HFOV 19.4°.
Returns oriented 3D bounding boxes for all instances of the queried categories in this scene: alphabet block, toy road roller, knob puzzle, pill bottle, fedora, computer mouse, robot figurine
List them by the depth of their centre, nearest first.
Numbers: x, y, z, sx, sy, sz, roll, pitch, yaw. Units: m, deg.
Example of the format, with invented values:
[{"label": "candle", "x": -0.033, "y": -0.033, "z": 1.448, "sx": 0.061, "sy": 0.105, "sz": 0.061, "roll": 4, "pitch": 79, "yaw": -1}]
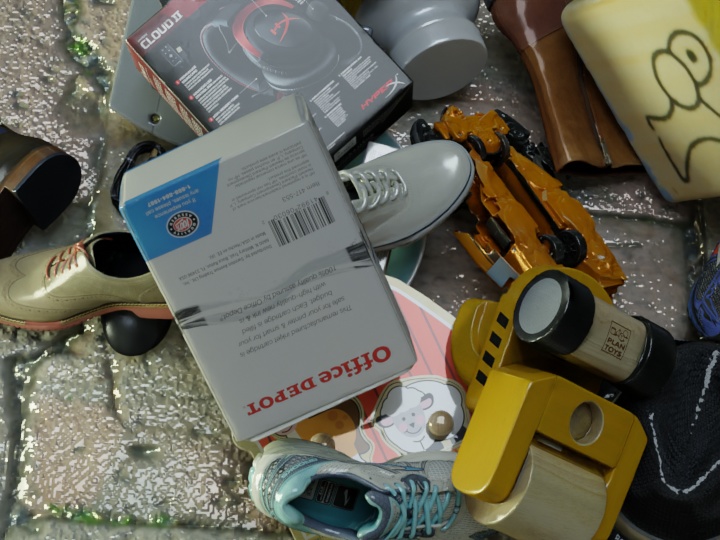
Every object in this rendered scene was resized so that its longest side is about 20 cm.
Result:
[{"label": "toy road roller", "x": 0.127, "y": 0.095, "z": 1.544, "sx": 0.122, "sy": 0.146, "sz": 0.201, "roll": 26, "pitch": 80, "yaw": -33}, {"label": "fedora", "x": 0.243, "y": 0.125, "z": 1.578, "sx": 0.199, "sy": 0.092, "sz": 0.202, "roll": 1, "pitch": 59, "yaw": -2}, {"label": "knob puzzle", "x": -0.007, "y": 0.084, "z": 1.586, "sx": 0.218, "sy": 0.030, "sz": 0.221, "roll": 0, "pitch": 77, "yaw": -2}, {"label": "alphabet block", "x": 0.311, "y": -0.184, "z": 1.651, "sx": 0.196, "sy": 0.200, "sz": 0.196, "roll": -37, "pitch": 101, "yaw": -17}, {"label": "robot figurine", "x": 0.117, "y": -0.050, "z": 1.681, "sx": 0.144, "sy": 0.058, "sz": 0.200, "roll": -9, "pitch": 55, "yaw": -42}, {"label": "computer mouse", "x": -0.176, "y": -0.023, "z": 1.684, "sx": 0.058, "sy": 0.034, "sz": 0.201, "roll": 0, "pitch": 59, "yaw": -2}, {"label": "pill bottle", "x": 0.035, "y": -0.247, "z": 1.780, "sx": 0.111, "sy": 0.112, "sz": 0.201, "roll": -15, "pitch": 61, "yaw": -11}]

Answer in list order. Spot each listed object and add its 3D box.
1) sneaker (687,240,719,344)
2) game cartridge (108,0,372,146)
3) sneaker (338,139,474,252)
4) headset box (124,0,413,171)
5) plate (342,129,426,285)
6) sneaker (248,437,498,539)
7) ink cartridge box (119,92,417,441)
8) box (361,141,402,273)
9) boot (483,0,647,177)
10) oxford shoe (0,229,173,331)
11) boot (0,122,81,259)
[{"label": "sneaker", "x": 0.308, "y": -0.016, "z": 1.656, "sx": 0.075, "sy": 0.079, "sz": 0.201, "roll": 16, "pitch": 47, "yaw": 10}, {"label": "game cartridge", "x": -0.100, "y": -0.157, "z": 1.727, "sx": 0.199, "sy": 0.042, "sz": 0.134, "roll": 14, "pitch": 98, "yaw": 3}, {"label": "sneaker", "x": 0.000, "y": -0.048, "z": 1.588, "sx": 0.199, "sy": 0.071, "sz": 0.073, "roll": -26, "pitch": 75, "yaw": -14}, {"label": "headset box", "x": -0.077, "y": -0.162, "z": 1.657, "sx": 0.149, "sy": 0.075, "sz": 0.200, "roll": -42, "pitch": 81, "yaw": -8}, {"label": "plate", "x": -0.046, "y": -0.039, "z": 1.682, "sx": 0.199, "sy": 0.026, "sz": 0.202, "roll": 0, "pitch": 77, "yaw": -1}, {"label": "sneaker", "x": 0.021, "y": 0.174, "z": 1.522, "sx": 0.198, "sy": 0.086, "sz": 0.078, "roll": 5, "pitch": 99, "yaw": -13}, {"label": "ink cartridge box", "x": -0.065, "y": -0.001, "z": 1.506, "sx": 0.146, "sy": 0.201, "sz": 0.086, "roll": -24, "pitch": 21, "yaw": 3}, {"label": "box", "x": 0.000, "y": 0.000, "z": 1.641, "sx": 0.041, "sy": 0.039, "sz": 0.201, "roll": 13, "pitch": 77, "yaw": 3}, {"label": "boot", "x": 0.206, "y": -0.175, "z": 1.761, "sx": 0.187, "sy": 0.068, "sz": 0.201, "roll": -4, "pitch": 64, "yaw": -42}, {"label": "oxford shoe", "x": -0.213, "y": -0.003, "z": 1.614, "sx": 0.198, "sy": 0.075, "sz": 0.071, "roll": -7, "pitch": 56, "yaw": 12}, {"label": "boot", "x": -0.323, "y": -0.039, "z": 1.681, "sx": 0.200, "sy": 0.075, "sz": 0.097, "roll": -40, "pitch": 47, "yaw": -19}]
